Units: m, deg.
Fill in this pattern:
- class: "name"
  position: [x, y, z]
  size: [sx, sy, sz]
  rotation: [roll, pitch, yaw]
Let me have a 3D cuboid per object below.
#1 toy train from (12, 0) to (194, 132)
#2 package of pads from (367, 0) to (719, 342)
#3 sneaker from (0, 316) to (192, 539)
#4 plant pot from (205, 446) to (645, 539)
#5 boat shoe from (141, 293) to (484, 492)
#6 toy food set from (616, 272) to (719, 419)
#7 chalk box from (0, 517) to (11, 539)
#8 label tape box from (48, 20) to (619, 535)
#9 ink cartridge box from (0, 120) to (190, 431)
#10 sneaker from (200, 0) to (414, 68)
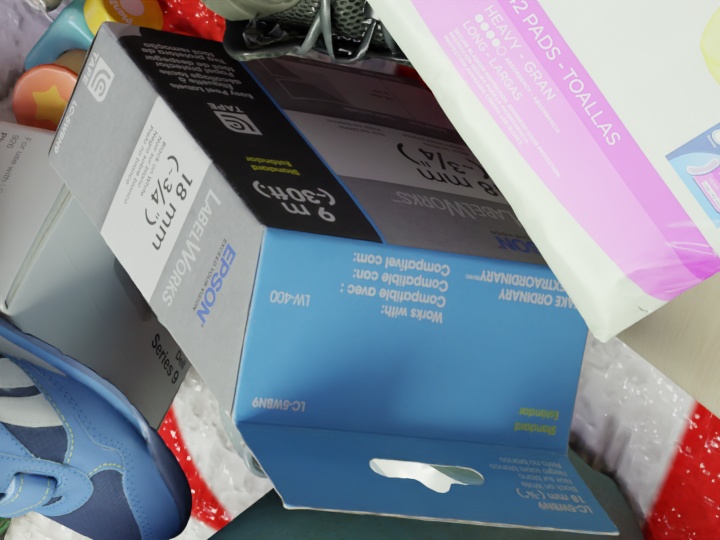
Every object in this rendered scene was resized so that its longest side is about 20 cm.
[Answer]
- class: "toy train"
  position: [-0.092, -0.117, 1.110]
  size: [0.150, 0.056, 0.201]
  rotation: [2, 118, 31]
- class: "package of pads"
  position: [0.113, -0.094, 0.895]
  size: [0.200, 0.068, 0.155]
  rotation: [-31, 101, 22]
- class: "sneaker"
  position: [-0.149, 0.058, 1.074]
  size: [0.200, 0.082, 0.074]
  rotation: [35, 148, -26]
- class: "plant pot"
  position: [0.006, 0.155, 1.118]
  size: [0.200, 0.196, 0.201]
  rotation: [15, 123, 25]
- class: "boat shoe"
  position: [-0.019, 0.039, 1.082]
  size: [0.201, 0.070, 0.072]
  rotation: [48, 117, 43]
- class: "toy food set"
  position: [0.140, -0.040, 1.021]
  size: [0.143, 0.060, 0.200]
  rotation: [40, 130, 21]
- class: "chalk box"
  position: [-0.243, 0.136, 1.292]
  size: [0.124, 0.125, 0.200]
  rotation: [34, 138, 9]
- class: "label tape box"
  position: [0.000, 0.000, 1.006]
  size: [0.200, 0.144, 0.063]
  rotation: [51, 123, 44]
- class: "ink cartridge box"
  position: [-0.181, 0.002, 1.183]
  size: [0.199, 0.088, 0.145]
  rotation: [11, 150, 23]
- class: "sneaker"
  position: [0.020, -0.087, 0.991]
  size: [0.199, 0.114, 0.076]
  rotation: [34, 125, 30]
